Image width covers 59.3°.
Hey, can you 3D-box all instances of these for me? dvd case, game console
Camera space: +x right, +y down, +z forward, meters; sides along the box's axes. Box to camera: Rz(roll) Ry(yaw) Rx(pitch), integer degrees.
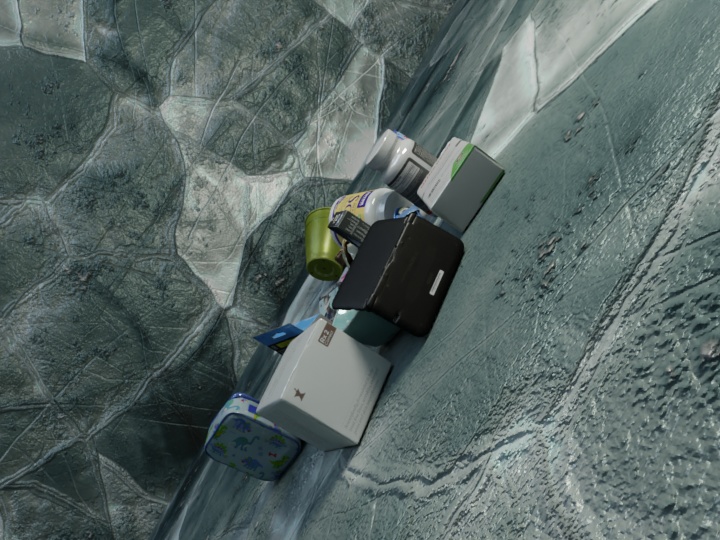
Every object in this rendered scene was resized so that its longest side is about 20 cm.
[{"bbox_3d":[-0.070,0.145,1.538,0.146,0.021,0.205,143,130,-63],"label":"dvd case"},{"bbox_3d":[0.068,0.009,1.154,0.203,0.173,0.117,-63,1,-21],"label":"game console"}]

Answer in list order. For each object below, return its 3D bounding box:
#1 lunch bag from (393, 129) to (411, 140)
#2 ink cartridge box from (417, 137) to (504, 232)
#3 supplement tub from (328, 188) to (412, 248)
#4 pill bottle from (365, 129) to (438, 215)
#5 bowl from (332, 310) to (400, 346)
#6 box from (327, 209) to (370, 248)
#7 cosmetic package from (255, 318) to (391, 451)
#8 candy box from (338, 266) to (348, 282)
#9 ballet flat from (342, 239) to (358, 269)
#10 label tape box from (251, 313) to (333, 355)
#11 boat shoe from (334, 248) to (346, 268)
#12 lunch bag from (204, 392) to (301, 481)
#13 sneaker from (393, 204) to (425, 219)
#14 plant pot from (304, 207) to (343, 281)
[{"bbox_3d":[0.135,-0.289,1.672,0.095,0.149,0.200,-55,11,9],"label":"lunch bag"},{"bbox_3d":[0.195,-0.179,1.274,0.148,0.083,0.200,-56,11,12],"label":"ink cartridge box"},{"bbox_3d":[0.030,-0.127,1.600,0.197,0.145,0.147,-5,49,46],"label":"supplement tub"},{"bbox_3d":[0.118,-0.226,1.447,0.117,0.198,0.116,-53,11,15],"label":"pill bottle"},{"bbox_3d":[0.035,0.070,1.272,0.203,0.104,0.201,-56,11,16],"label":"bowl"},{"bbox_3d":[0.026,-0.062,1.421,0.044,0.198,0.160,-57,12,-3],"label":"box"},{"bbox_3d":[-0.073,0.221,1.190,0.167,0.163,0.200,-63,12,-26],"label":"cosmetic package"},{"bbox_3d":[-0.012,0.052,1.622,0.170,0.071,0.200,-64,13,-23],"label":"candy box"},{"bbox_3d":[0.000,0.000,1.488,0.066,0.063,0.201,-25,50,-9],"label":"ballet flat"},{"bbox_3d":[-0.114,0.152,1.378,0.143,0.199,0.064,-22,42,42],"label":"label tape box"},{"bbox_3d":[-0.011,-0.105,1.778,0.206,0.074,0.075,-64,8,2],"label":"boat shoe"},{"bbox_3d":[-0.236,0.375,1.425,0.162,0.197,0.083,-54,18,25],"label":"lunch bag"},{"bbox_3d":[0.112,-0.098,1.396,0.073,0.084,0.200,-24,10,-7],"label":"sneaker"},{"bbox_3d":[-0.112,-0.077,2.194,0.200,0.197,0.196,-46,28,47],"label":"plant pot"}]
